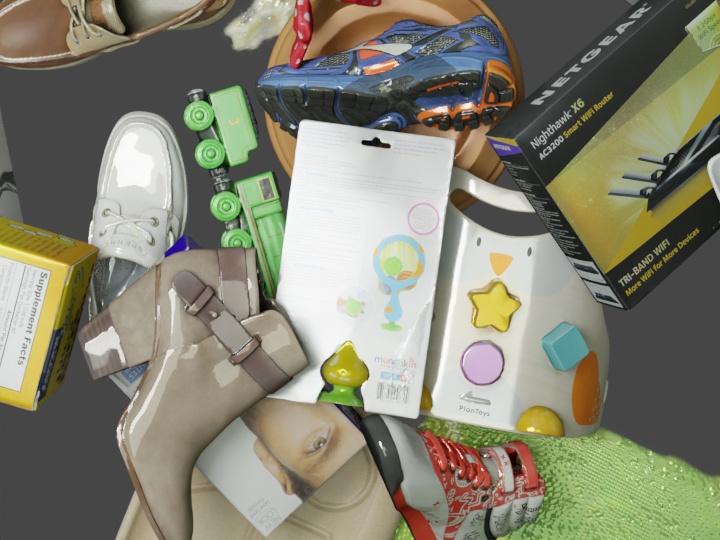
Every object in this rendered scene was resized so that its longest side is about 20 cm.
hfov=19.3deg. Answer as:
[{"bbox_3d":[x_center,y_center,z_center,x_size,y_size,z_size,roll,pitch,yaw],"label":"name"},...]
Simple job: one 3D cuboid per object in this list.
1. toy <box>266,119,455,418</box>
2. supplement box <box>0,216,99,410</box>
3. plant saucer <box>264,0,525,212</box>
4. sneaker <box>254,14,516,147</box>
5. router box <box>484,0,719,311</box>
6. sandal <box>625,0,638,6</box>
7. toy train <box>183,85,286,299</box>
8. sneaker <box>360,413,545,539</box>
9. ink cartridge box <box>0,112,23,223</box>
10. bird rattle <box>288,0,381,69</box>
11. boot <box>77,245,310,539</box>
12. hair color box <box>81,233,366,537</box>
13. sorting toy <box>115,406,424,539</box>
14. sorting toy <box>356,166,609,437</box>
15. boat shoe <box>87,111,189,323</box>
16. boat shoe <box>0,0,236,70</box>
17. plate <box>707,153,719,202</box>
[{"bbox_3d":[0.000,0.000,1.533,0.114,0.047,0.202,8,84,5],"label":"toy"},{"bbox_3d":[-0.301,0.012,1.508,0.198,0.110,0.110,17,99,1],"label":"supplement box"},{"bbox_3d":[0.024,-0.128,1.588,0.198,0.037,0.202,1,97,5],"label":"plant saucer"},{"bbox_3d":[0.019,-0.140,1.539,0.198,0.079,0.076,-4,140,16],"label":"sneaker"},{"bbox_3d":[0.211,-0.096,1.522,0.200,0.052,0.158,-41,109,-13],"label":"router box"},{"bbox_3d":[0.189,-0.254,1.559,0.200,0.043,0.076,40,98,-1],"label":"sandal"},{"bbox_3d":[-0.084,-0.044,1.605,0.056,0.042,0.202,-17,95,-5],"label":"toy train"},{"bbox_3d":[0.072,0.144,1.553,0.107,0.202,0.068,-24,54,1],"label":"sneaker"},{"bbox_3d":[-0.339,-0.063,1.597,0.143,0.084,0.202,-11,97,5],"label":"ink cartridge box"},{"bbox_3d":[-0.073,-0.253,1.509,0.112,0.163,0.201,-21,62,17],"label":"bird rattle"},{"bbox_3d":[-0.105,0.086,1.493,0.145,0.070,0.201,-21,101,0],"label":"boot"},{"bbox_3d":[-0.099,0.085,1.561,0.109,0.065,0.200,-43,103,3],"label":"hair color box"},{"bbox_3d":[-0.068,0.172,1.633,0.199,0.036,0.186,22,98,-3],"label":"sorting toy"},{"bbox_3d":[0.097,0.020,1.566,0.198,0.107,0.182,10,96,3],"label":"sorting toy"},{"bbox_3d":[-0.171,-0.018,1.597,0.070,0.069,0.202,5,96,5],"label":"boat shoe"},{"bbox_3d":[-0.191,-0.199,1.577,0.198,0.072,0.076,-17,95,6],"label":"boat shoe"},{"bbox_3d":[0.370,-0.026,1.516,0.199,0.032,0.201,-23,92,-1],"label":"plate"}]
